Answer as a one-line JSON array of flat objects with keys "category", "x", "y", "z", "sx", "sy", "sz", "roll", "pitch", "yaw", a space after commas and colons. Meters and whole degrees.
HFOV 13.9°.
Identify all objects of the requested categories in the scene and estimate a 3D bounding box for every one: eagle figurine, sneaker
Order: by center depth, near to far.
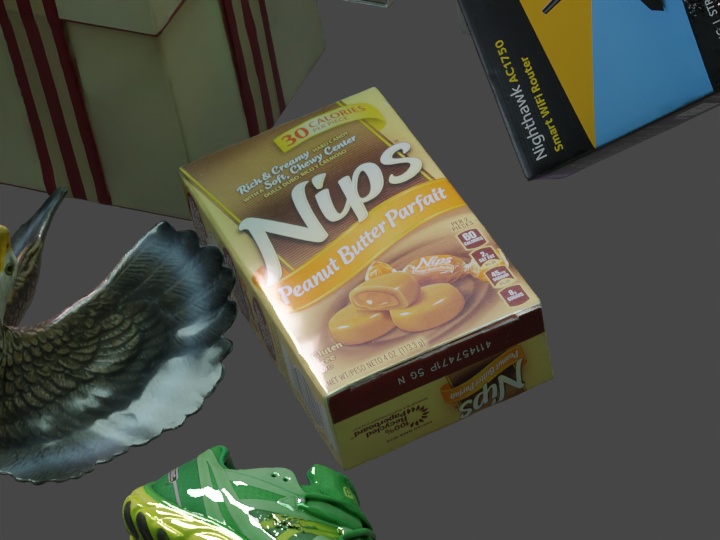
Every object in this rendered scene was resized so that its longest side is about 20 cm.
[{"category": "sneaker", "x": -0.019, "y": 0.126, "z": 1.312, "sx": 0.199, "sy": 0.074, "sz": 0.084, "roll": 25, "pitch": 57, "yaw": 35}, {"category": "eagle figurine", "x": -0.174, "y": 0.038, "z": 1.430, "sx": 0.199, "sy": 0.151, "sz": 0.152, "roll": -17, "pitch": 75, "yaw": -49}]

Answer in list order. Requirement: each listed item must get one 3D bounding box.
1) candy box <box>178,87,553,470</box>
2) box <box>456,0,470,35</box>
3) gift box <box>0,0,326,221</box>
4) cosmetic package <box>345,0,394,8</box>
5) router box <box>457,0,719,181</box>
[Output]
[{"category": "candy box", "x": 0.000, "y": 0.000, "z": 1.462, "sx": 0.115, "sy": 0.056, "sz": 0.200, "roll": -22, "pitch": 43, "yaw": -12}, {"category": "box", "x": 0.157, "y": -0.216, "z": 1.627, "sx": 0.151, "sy": 0.107, "sz": 0.200, "roll": 14, "pitch": 48, "yaw": 27}, {"category": "gift box", "x": -0.133, "y": -0.166, "z": 1.580, "sx": 0.183, "sy": 0.187, "sz": 0.201, "roll": 7, "pitch": 46, "yaw": 20}, {"category": "cosmetic package", "x": 0.014, "y": -0.237, "z": 1.696, "sx": 0.103, "sy": 0.073, "sz": 0.200, "roll": 12, "pitch": 40, "yaw": 24}, {"category": "router box", "x": 0.119, "y": -0.165, "z": 1.495, "sx": 0.149, "sy": 0.051, "sz": 0.201, "roll": -26, "pitch": 79, "yaw": 27}]
